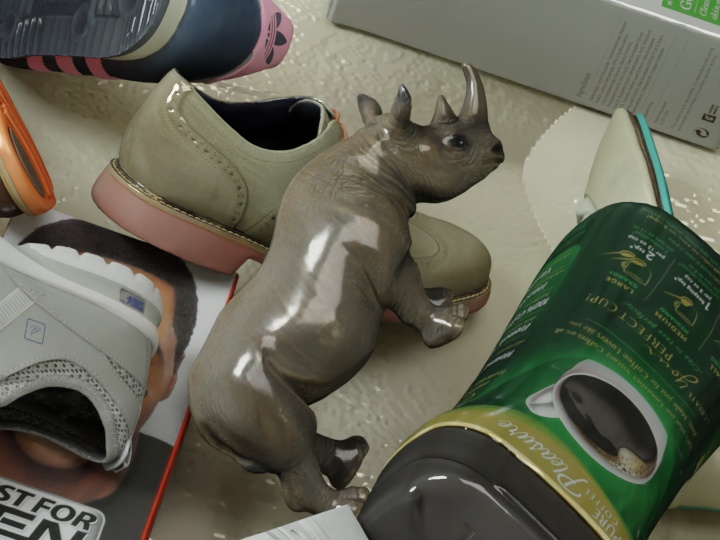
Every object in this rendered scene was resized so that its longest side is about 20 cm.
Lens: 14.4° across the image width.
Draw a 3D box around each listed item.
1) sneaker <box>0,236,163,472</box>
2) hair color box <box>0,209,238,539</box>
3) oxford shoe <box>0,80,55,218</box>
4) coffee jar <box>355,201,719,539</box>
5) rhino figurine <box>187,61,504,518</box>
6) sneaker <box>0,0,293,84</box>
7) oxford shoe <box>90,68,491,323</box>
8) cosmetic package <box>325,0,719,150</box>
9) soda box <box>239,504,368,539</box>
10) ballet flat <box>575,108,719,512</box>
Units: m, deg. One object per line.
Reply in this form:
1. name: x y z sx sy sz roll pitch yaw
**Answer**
1. sneaker: -0.161 0.024 1.066 0.199 0.075 0.082 13 59 -28
2. hair color box: -0.127 0.076 1.145 0.101 0.061 0.201 18 52 -2
3. oxford shoe: -0.180 -0.053 1.179 0.073 0.071 0.200 -30 24 -12
4. coffee jar: 0.082 0.067 1.114 0.104 0.085 0.200 44 47 -2
5. rhino figurine: 0.000 0.000 1.149 0.087 0.060 0.200 32 76 -15
6. sneaker: -0.104 -0.110 1.239 0.082 0.200 0.070 16 93 -33
7. oxford shoe: -0.014 -0.030 1.203 0.199 0.074 0.071 15 19 -38
8. cosmetic package: 0.096 -0.147 1.345 0.199 0.085 0.108 18 56 -3
9. soda box: -0.073 0.145 0.994 0.200 0.068 0.064 -14 65 -44
10. ballet flat: 0.123 0.018 1.253 0.069 0.070 0.201 -7 59 -18
